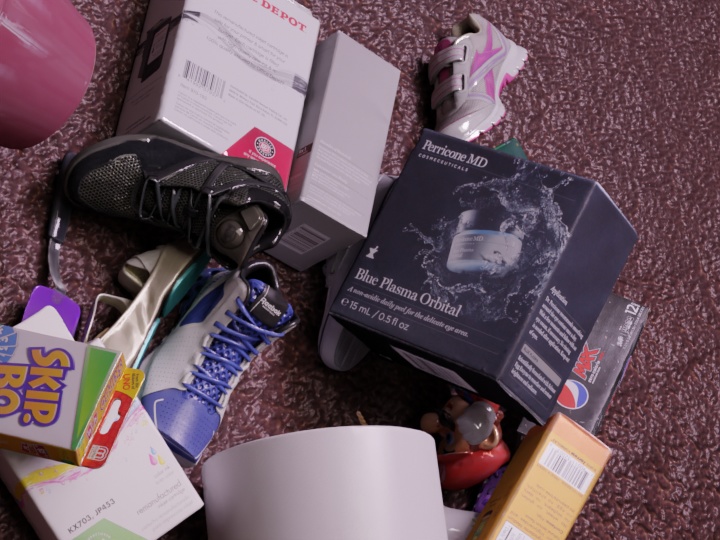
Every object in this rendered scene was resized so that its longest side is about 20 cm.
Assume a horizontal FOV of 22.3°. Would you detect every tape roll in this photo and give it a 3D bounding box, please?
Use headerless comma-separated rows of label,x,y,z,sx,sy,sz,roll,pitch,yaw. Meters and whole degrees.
tape roll,-0.027,0.221,1.514,0.202,0.202,0.140,7,66,-39

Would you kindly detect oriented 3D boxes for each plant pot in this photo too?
plant pot,-0.317,-0.191,1.460,0.179,0.199,0.201,33,51,-45

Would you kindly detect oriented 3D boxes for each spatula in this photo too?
spatula,-0.256,-0.013,1.538,0.056,0.020,0.201,31,50,-43

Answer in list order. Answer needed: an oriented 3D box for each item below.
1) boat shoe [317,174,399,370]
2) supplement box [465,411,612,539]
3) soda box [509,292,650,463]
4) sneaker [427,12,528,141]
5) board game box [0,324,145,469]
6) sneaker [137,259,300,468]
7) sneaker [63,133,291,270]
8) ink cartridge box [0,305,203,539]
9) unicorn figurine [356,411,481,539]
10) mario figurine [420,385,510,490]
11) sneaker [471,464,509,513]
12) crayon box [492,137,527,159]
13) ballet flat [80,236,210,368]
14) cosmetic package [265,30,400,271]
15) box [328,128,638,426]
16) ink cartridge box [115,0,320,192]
boat shoe,0.000,0.000,1.732,0.201,0.067,0.074,-63,145,-17
supplement box,0.142,0.226,1.600,0.069,0.067,0.200,37,65,-4
soda box,0.214,0.112,1.783,0.070,0.063,0.200,22,53,12
sneaker,0.103,-0.194,1.904,0.088,0.081,0.200,43,41,-17
board game box,-0.271,0.088,1.388,0.199,0.030,0.096,13,53,11
sneaker,-0.119,0.060,1.563,0.080,0.115,0.200,38,51,-22
sneaker,-0.149,-0.058,1.547,0.198,0.077,0.114,10,22,-21
ink cartridge box,-0.229,0.134,1.442,0.117,0.067,0.201,-34,96,-22
unicorn figurine,0.058,0.235,1.650,0.199,0.074,0.138,23,67,-7
mario figurine,0.096,0.108,1.734,0.123,0.105,0.201,24,77,-68
sneaker,0.133,0.235,1.754,0.200,0.081,0.083,-25,57,-39
crayon box,0.155,-0.022,1.881,0.119,0.058,0.201,-30,93,-45
ballet flat,-0.189,0.026,1.557,0.069,0.069,0.200,44,49,-18
cosmetic package,-0.037,-0.113,1.719,0.090,0.107,0.201,28,53,-29
box,0.110,0.003,1.647,0.201,0.196,0.117,-62,144,-11
ink cartridge box,-0.130,-0.172,1.677,0.145,0.083,0.201,29,54,-29
